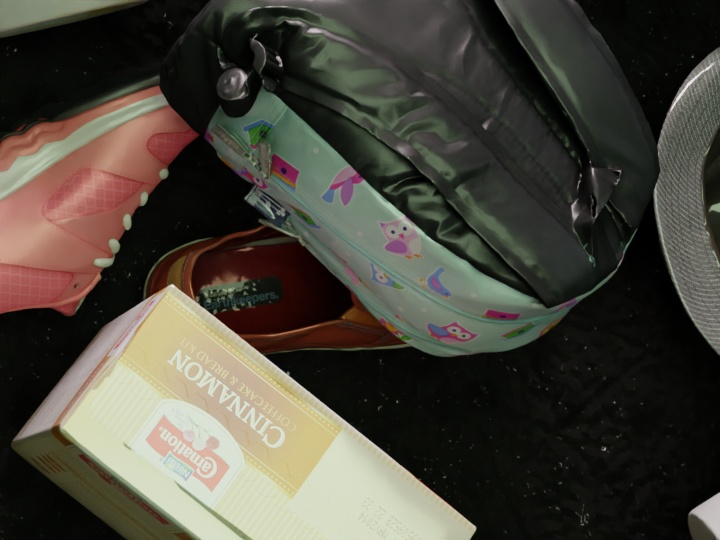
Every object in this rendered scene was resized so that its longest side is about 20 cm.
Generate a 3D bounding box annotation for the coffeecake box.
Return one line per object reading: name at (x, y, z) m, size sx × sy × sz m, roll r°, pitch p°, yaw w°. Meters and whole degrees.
coffeecake box at (-0.057, 0.089, 0.931) m, size 0.153 × 0.200 × 0.073 m, roll 39°, pitch 77°, yaw -7°

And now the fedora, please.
fedora at (0.212, -0.029, 1.069) m, size 0.199 × 0.090 × 0.178 m, roll -22°, pitch 91°, yaw -18°

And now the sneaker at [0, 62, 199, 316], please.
sneaker at (-0.131, -0.029, 1.003) m, size 0.199 × 0.074 × 0.087 m, roll -27°, pitch 105°, yaw -12°

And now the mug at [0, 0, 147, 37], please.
mug at (-0.130, -0.188, 0.972) m, size 0.185 × 0.149 × 0.154 m, roll -12°, pitch 95°, yaw 5°

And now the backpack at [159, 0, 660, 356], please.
backpack at (0.029, -0.061, 0.961) m, size 0.200 × 0.127 × 0.167 m, roll 44°, pitch 65°, yaw -2°

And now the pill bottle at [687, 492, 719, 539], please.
pill bottle at (0.250, 0.094, 0.990) m, size 0.199 × 0.111 × 0.112 m, roll -29°, pitch 91°, yaw -5°

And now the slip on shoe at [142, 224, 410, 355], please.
slip on shoe at (0.000, 0.000, 1.028) m, size 0.198 × 0.061 × 0.075 m, roll -9°, pitch 85°, yaw -16°
